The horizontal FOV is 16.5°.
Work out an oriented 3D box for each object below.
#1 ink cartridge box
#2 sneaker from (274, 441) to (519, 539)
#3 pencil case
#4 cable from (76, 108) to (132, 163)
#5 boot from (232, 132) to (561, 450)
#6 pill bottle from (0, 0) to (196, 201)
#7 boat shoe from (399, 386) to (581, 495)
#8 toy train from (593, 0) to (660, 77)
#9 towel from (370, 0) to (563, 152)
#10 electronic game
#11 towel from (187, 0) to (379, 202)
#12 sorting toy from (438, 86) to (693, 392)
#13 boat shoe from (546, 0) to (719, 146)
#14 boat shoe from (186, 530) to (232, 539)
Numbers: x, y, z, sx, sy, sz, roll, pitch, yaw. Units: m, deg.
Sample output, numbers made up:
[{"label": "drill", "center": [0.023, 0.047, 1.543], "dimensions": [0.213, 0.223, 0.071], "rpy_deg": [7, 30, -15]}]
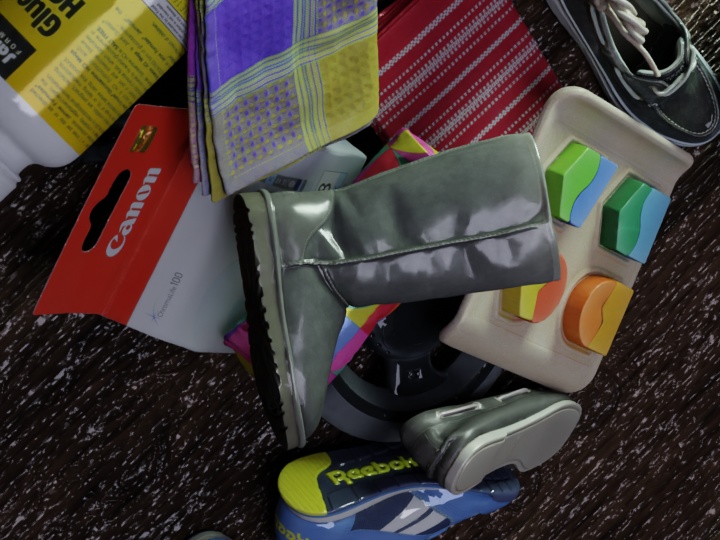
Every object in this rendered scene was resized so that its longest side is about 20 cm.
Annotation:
[{"label": "ink cartridge box", "center": [-0.101, -0.024, 1.608], "dimensions": [0.200, 0.047, 0.160], "rpy_deg": [3, 121, -54]}, {"label": "sneaker", "center": [0.022, 0.170, 1.786], "dimensions": [0.200, 0.074, 0.082], "rpy_deg": [-5, 125, -30]}, {"label": "pencil case", "center": [0.000, 0.000, 1.642], "dimensions": [0.200, 0.088, 0.088], "rpy_deg": [-48, 122, -2]}, {"label": "cable", "center": [-0.116, -0.150, 1.616], "dimensions": [0.200, 0.051, 0.163], "rpy_deg": [-4, 105, -21]}, {"label": "boot", "center": [0.028, 0.013, 1.578], "dimensions": [0.200, 0.073, 0.182], "rpy_deg": [-8, 100, -17]}, {"label": "pill bottle", "center": [-0.182, -0.137, 1.504], "dimensions": [0.200, 0.112, 0.112], "rpy_deg": [-45, 122, -3]}, {"label": "boat shoe", "center": [0.097, 0.111, 1.783], "dimensions": [0.200, 0.057, 0.067], "rpy_deg": [-12, 135, -60]}, {"label": "toy train", "center": [0.173, -0.232, 1.664], "dimensions": [0.116, 0.085, 0.200], "rpy_deg": [-36, 83, -24]}, {"label": "towel", "center": [0.075, -0.110, 1.715], "dimensions": [0.145, 0.022, 0.200], "rpy_deg": [-44, 118, -21]}, {"label": "electronic game", "center": [0.030, 0.023, 1.751], "dimensions": [0.200, 0.042, 0.200], "rpy_deg": [-7, 105, -28]}, {"label": "towel", "center": [-0.043, -0.145, 1.521], "dimensions": [0.144, 0.023, 0.200], "rpy_deg": [-25, 137, -28]}, {"label": "sorting toy", "center": [0.154, -0.015, 1.762], "dimensions": [0.185, 0.036, 0.200], "rpy_deg": [24, 93, -52]}, {"label": "boat shoe", "center": [0.202, -0.150, 1.756], "dimensions": [0.072, 0.071, 0.200], "rpy_deg": [-50, 123, -2]}, {"label": "boat shoe", "center": [-0.060, 0.272, 1.779], "dimensions": [0.072, 0.072, 0.200], "rpy_deg": [-46, 122, -4]}]
